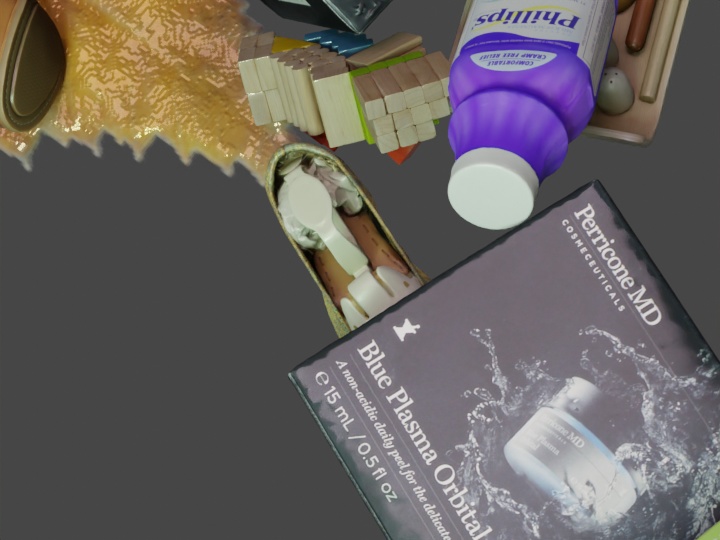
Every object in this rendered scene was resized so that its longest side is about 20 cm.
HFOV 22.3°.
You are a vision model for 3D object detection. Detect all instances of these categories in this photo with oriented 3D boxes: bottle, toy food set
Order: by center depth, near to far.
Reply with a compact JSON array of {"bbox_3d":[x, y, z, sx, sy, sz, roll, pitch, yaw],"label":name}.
[{"bbox_3d":[0.092,-0.107,1.030,0.083,0.065,0.200,2,44,19],"label":"bottle"},{"bbox_3d":[0.131,-0.178,1.142,0.143,0.060,0.200,11,73,19],"label":"toy food set"}]

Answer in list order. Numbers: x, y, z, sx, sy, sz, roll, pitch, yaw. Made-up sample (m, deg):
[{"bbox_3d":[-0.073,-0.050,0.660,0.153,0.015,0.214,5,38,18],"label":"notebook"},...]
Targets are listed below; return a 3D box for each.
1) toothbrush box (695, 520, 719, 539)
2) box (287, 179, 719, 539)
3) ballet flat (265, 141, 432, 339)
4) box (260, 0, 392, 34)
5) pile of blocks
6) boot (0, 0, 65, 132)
[{"bbox_3d":[0.198,0.193,0.902,0.200,0.146,0.086,-35,52,-15],"label":"toothbrush box"},{"bbox_3d":[0.099,0.090,0.996,0.200,0.117,0.197,-32,78,1],"label":"box"},{"bbox_3d":[0.000,0.000,1.106,0.071,0.071,0.200,-33,65,1],"label":"ballet flat"},{"bbox_3d":[0.007,-0.257,1.147,0.200,0.104,0.148,-49,23,-7],"label":"box"},{"bbox_3d":[-0.003,-0.107,1.141,0.082,0.062,0.200,-29,30,-26],"label":"pile of blocks"},{"bbox_3d":[-0.284,-0.169,1.249,0.155,0.074,0.200,-7,56,11],"label":"boot"}]
